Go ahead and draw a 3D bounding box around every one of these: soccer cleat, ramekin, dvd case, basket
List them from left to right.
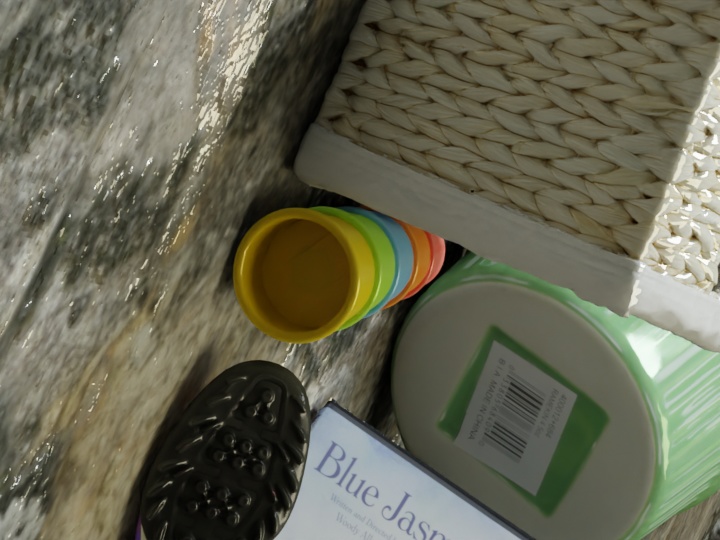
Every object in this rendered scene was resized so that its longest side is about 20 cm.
[{"bbox_3d":[-0.077,0.130,1.268,0.073,0.068,0.201,-109,-143,-78],"label":"soccer cleat"},{"bbox_3d":[-0.008,0.183,1.409,0.200,0.142,0.018,-57,-179,-27],"label":"dvd case"},{"bbox_3d":[0.113,0.066,1.536,0.098,0.199,0.201,-33,147,-48],"label":"ramekin"},{"bbox_3d":[0.114,-0.067,1.246,0.198,0.199,0.162,18,93,-54],"label":"basket"}]

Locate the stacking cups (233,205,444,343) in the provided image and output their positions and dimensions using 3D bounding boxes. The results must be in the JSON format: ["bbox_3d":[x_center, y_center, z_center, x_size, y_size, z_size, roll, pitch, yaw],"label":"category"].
[{"bbox_3d":[0.000,0.000,1.298,0.061,0.060,0.200,-67,165,8],"label":"stacking cups"}]
